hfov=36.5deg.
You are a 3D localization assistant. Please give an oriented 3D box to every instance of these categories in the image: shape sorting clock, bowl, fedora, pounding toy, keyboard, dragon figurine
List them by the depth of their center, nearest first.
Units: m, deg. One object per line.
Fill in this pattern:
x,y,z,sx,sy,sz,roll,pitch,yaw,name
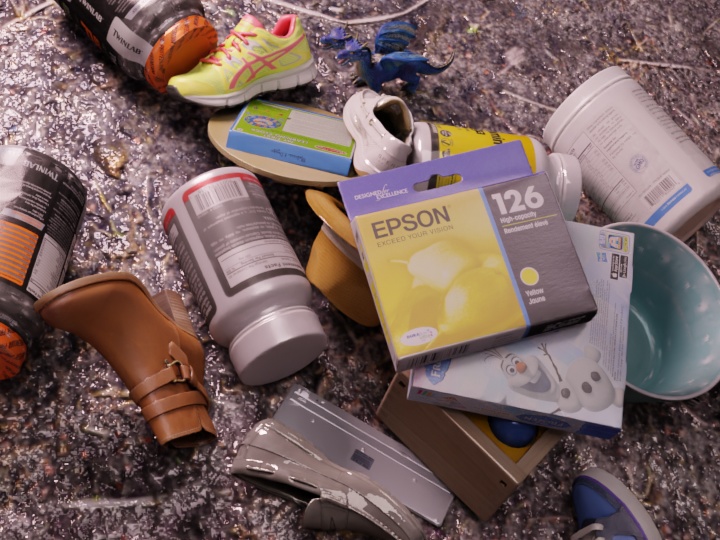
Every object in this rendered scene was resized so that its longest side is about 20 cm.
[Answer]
0.138,0.097,1.094,0.184,0.143,0.200,43,57,13,pounding toy
0.005,0.184,1.097,0.198,0.011,0.057,30,62,5,keyboard
0.000,0.000,1.132,0.200,0.200,0.082,40,96,11,fedora
0.287,0.061,1.176,0.198,0.105,0.204,10,62,-18,bowl
-0.073,-0.142,1.218,0.197,0.040,0.201,11,26,-6,shape sorting clock
0.044,-0.258,1.316,0.197,0.100,0.060,-10,62,-19,dragon figurine

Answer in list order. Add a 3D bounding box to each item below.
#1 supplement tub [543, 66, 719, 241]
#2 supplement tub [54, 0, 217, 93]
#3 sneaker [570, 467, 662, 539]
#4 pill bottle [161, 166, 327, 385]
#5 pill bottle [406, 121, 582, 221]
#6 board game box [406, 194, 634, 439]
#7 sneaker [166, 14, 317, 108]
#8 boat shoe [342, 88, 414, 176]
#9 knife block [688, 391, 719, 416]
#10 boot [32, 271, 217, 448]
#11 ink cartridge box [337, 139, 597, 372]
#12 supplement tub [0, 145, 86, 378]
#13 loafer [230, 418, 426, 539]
0.326,-0.126,1.291,0.131,0.132,0.201,-28,69,-27,supplement tub
-0.263,-0.305,1.252,0.122,0.123,0.200,-37,73,-29,supplement tub
0.221,0.302,1.037,0.145,0.081,0.202,-18,71,-28,sneaker
-0.117,0.007,1.109,0.113,0.114,0.202,-18,66,-23,pill bottle
0.144,-0.101,1.240,0.197,0.113,0.114,6,58,-11,pill bottle
0.155,0.042,1.038,0.196,0.043,0.203,12,65,-2,board game box
-0.140,-0.244,1.250,0.199,0.092,0.078,-26,32,-37,sneaker
0.029,-0.158,1.194,0.070,0.070,0.201,25,26,-22,boat shoe
0.446,0.086,1.246,0.064,0.176,0.200,41,14,11,knife block
-0.207,0.088,1.011,0.199,0.073,0.157,12,55,-57,boot
0.097,-0.025,1.015,0.195,0.047,0.203,-14,70,-10,ink cartridge box
-0.344,-0.007,1.045,0.121,0.123,0.202,13,57,-6,supplement tub
-0.032,0.219,1.035,0.198,0.070,0.070,29,62,13,loafer
